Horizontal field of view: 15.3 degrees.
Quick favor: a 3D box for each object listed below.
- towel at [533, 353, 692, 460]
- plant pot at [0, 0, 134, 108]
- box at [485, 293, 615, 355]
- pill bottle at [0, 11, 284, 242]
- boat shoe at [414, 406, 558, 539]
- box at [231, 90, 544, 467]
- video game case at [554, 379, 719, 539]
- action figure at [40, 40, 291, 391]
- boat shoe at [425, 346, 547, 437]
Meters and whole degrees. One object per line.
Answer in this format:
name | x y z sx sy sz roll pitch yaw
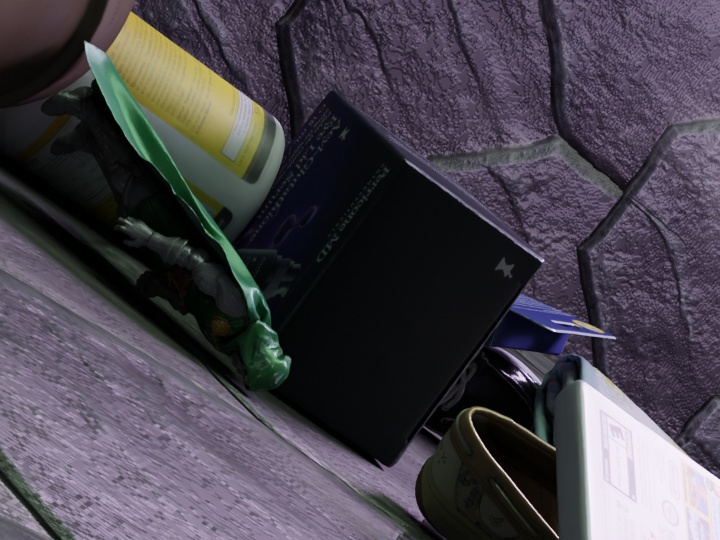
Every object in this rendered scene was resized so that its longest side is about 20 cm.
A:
towel | 0.180 0.150 1.699 0.171 0.048 0.200 46 18 -12
plant pot | -0.233 -0.169 1.377 0.200 0.200 0.174 37 20 6
box | 0.058 0.014 1.744 0.199 0.033 0.121 25 7 26
pill bottle | -0.151 -0.095 1.573 0.200 0.112 0.112 36 4 -21
boat shoe | 0.122 0.144 1.367 0.200 0.063 0.073 30 45 2
box | 0.000 0.000 1.532 0.104 0.148 0.200 35 4 -19
video game case | 0.165 0.168 1.282 0.182 0.023 0.200 35 32 -24
action figure | -0.098 -0.014 1.409 0.200 0.055 0.118 51 -15 25
boat shoe | 0.045 0.064 1.747 0.200 0.072 0.068 33 2 -13
